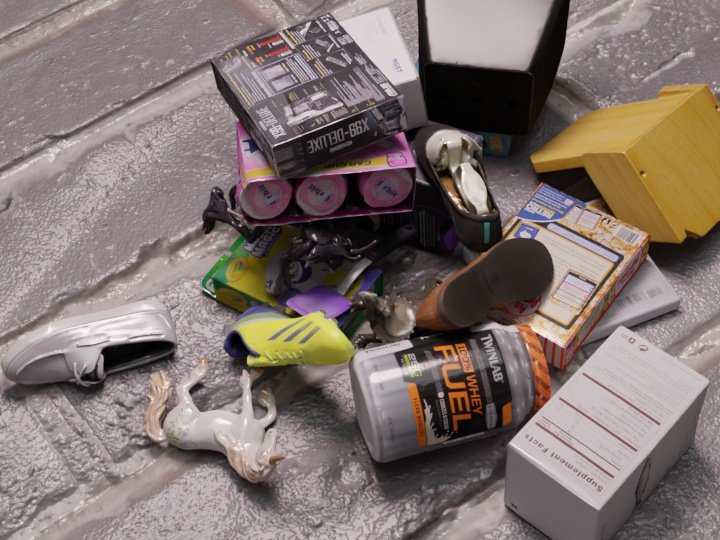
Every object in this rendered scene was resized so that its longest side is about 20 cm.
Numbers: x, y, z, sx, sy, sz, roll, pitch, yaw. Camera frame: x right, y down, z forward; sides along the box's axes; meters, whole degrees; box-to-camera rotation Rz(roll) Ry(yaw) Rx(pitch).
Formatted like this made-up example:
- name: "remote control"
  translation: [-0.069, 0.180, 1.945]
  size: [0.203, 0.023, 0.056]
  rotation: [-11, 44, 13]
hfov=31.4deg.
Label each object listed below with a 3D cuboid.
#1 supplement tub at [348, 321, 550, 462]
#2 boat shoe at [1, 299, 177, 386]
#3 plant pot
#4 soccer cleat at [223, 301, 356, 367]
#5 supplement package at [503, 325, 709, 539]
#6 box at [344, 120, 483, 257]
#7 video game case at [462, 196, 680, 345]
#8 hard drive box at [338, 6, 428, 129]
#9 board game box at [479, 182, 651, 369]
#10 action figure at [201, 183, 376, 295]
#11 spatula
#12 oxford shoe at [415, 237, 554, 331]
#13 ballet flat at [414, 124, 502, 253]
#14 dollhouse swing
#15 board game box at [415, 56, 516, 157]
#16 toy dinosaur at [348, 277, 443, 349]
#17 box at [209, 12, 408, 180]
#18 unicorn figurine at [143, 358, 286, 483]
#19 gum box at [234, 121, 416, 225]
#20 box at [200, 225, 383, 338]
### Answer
- name: "supplement tub"
  translation: [0.096, 0.126, 1.380]
  size: [0.199, 0.123, 0.123]
  rotation: [-14, 51, -8]
- name: "boat shoe"
  translation: [-0.306, 0.097, 1.467]
  size: [0.199, 0.072, 0.069]
  rotation: [-14, 50, -20]
- name: "plant pot"
  translation: [0.160, -0.285, 1.622]
  size: [0.198, 0.200, 0.178]
  rotation: [7, 61, 7]
- name: "soccer cleat"
  translation: [-0.079, 0.084, 1.409]
  size: [0.084, 0.065, 0.200]
  rotation: [-44, 28, -24]
- name: "supplement package"
  translation: [0.254, 0.179, 1.331]
  size: [0.117, 0.117, 0.200]
  rotation: [34, 60, 27]
- name: "box"
  translation: [0.041, -0.118, 1.585]
  size: [0.199, 0.123, 0.106]
  rotation: [19, 54, 17]
- name: "video game case"
  translation: [0.250, 0.008, 1.535]
  size: [0.199, 0.023, 0.182]
  rotation: [-20, 52, -12]
- name: "hard drive box"
  translation: [-0.036, -0.221, 1.545]
  size: [0.199, 0.077, 0.156]
  rotation: [-17, 45, 0]
- name: "board game box"
  translation: [0.223, 0.002, 1.497]
  size: [0.151, 0.046, 0.200]
  rotation: [29, 58, 24]
- name: "action figure"
  translation: [-0.078, -0.039, 1.484]
  size: [0.199, 0.102, 0.119]
  rotation: [26, 50, 20]
- name: "spatula"
  translation: [0.000, 0.000, 1.498]
  size: [0.056, 0.021, 0.200]
  rotation: [32, 56, 29]
- name: "oxford shoe"
  translation: [0.136, 0.014, 1.412]
  size: [0.199, 0.071, 0.072]
  rotation: [-22, 90, -39]
- name: "ballet flat"
  translation: [0.116, -0.111, 1.455]
  size: [0.068, 0.069, 0.201]
  rotation: [-16, 54, -12]
- name: "dollhouse swing"
  translation: [0.348, -0.122, 1.612]
  size: [0.200, 0.176, 0.182]
  rotation: [-38, 97, -37]
- name: "board game box"
  translation: [0.146, -0.249, 1.737]
  size: [0.150, 0.047, 0.201]
  rotation: [11, 52, 11]
- name: "toy dinosaur"
  translation: [0.054, 0.052, 1.462]
  size: [0.102, 0.077, 0.199]
  rotation: [1, 4, 40]
- name: "box"
  translation: [-0.060, -0.199, 1.435]
  size: [0.157, 0.050, 0.200]
  rotation: [-24, 46, -13]
- name: "unicorn figurine"
  translation: [-0.145, 0.167, 1.401]
  size: [0.199, 0.074, 0.138]
  rotation: [-4, 49, 21]
- name: "gum box"
  translation: [-0.046, -0.117, 1.445]
  size: [0.199, 0.066, 0.114]
  rotation: [-6, 41, -8]
- name: "box"
  translation: [-0.085, 0.012, 1.534]
  size: [0.199, 0.049, 0.117]
  rotation: [23, 54, 22]
